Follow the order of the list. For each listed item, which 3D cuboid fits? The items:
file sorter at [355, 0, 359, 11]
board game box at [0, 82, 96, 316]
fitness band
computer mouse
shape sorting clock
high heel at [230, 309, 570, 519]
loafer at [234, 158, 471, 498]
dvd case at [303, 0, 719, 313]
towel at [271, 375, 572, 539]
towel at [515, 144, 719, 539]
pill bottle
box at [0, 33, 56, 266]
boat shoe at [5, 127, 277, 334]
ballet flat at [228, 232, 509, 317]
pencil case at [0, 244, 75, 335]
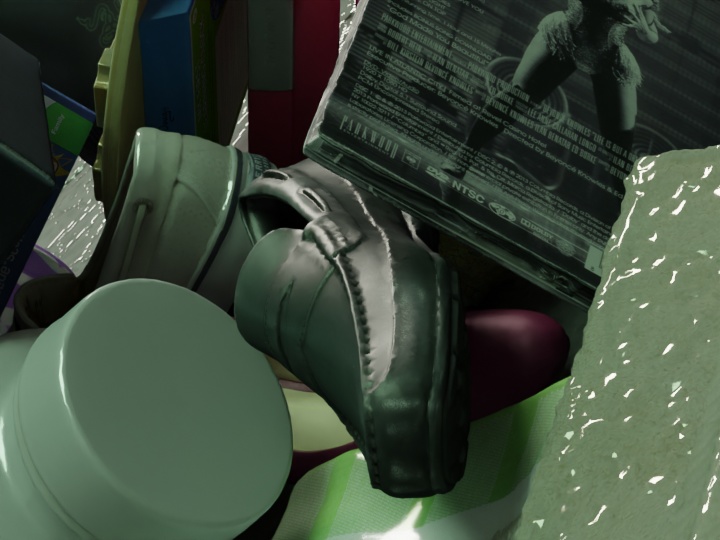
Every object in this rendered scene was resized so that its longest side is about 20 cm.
[{"bbox_3d":[0.057,-0.180,1.145,0.125,0.140,0.200,-1,32,0],"label":"file sorter"},{"bbox_3d":[-0.187,-0.012,1.159,0.200,0.034,0.136,5,69,61],"label":"board game box"},{"bbox_3d":[-0.023,-0.118,1.173,0.037,0.201,0.144,4,44,1],"label":"fitness band"},{"bbox_3d":[-0.095,-0.093,1.226,0.052,0.200,0.139,15,85,24],"label":"computer mouse"},{"bbox_3d":[-0.071,-0.102,1.150,0.039,0.201,0.200,10,42,6],"label":"shape sorting clock"},{"bbox_3d":[-0.023,0.036,0.995,0.199,0.096,0.068,-24,34,39],"label":"high heel"},{"bbox_3d":[-0.005,0.016,0.911,0.070,0.068,0.201,-4,24,-4],"label":"loafer"},{"bbox_3d":[0.070,-0.070,0.968,0.016,0.148,0.200,-53,12,44],"label":"dvd case"},{"bbox_3d":[-0.004,0.120,0.861,0.149,0.031,0.200,-20,33,40],"label":"towel"},{"bbox_3d":[0.118,0.032,0.825,0.132,0.035,0.201,-9,41,32],"label":"towel"},{"bbox_3d":[-0.113,0.090,0.978,0.200,0.119,0.120,-39,21,42],"label":"pill bottle"},{"bbox_3d":[-0.205,-0.003,1.002,0.200,0.107,0.149,-54,18,12],"label":"box"},{"bbox_3d":[-0.103,0.028,1.096,0.200,0.070,0.071,-57,21,32],"label":"boat shoe"},{"bbox_3d":[0.000,0.000,1.072,0.071,0.071,0.200,-53,26,-21],"label":"ballet flat"},{"bbox_3d":[-0.188,0.070,1.213,0.084,0.085,0.200,101,-168,-49],"label":"pencil case"}]
